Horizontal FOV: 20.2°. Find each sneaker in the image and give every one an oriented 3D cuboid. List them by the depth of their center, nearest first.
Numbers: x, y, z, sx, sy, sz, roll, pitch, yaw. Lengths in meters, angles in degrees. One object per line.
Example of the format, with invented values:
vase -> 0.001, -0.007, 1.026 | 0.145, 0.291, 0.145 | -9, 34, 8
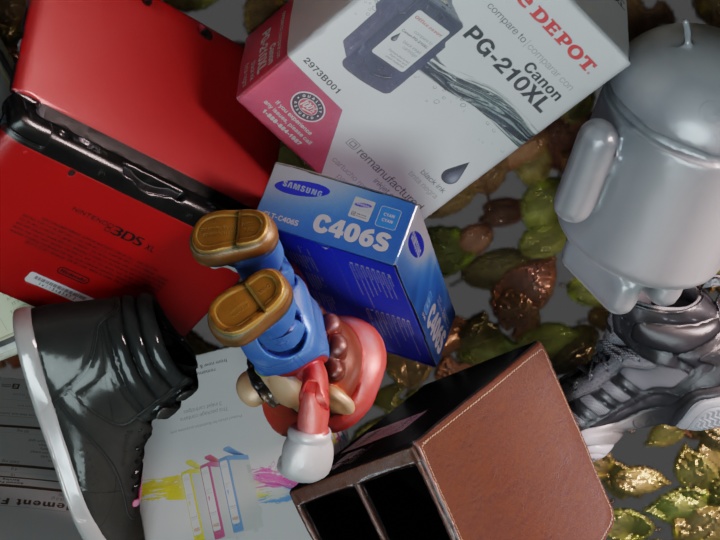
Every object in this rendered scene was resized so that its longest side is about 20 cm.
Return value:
sneaker -> -0.139, 0.100, 1.249 | 0.099, 0.071, 0.201 | -15, 120, 0
sneaker -> 0.169, 0.060, 1.372 | 0.199, 0.076, 0.114 | -15, 113, 16

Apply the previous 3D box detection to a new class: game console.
game console -> -0.156, -0.068, 1.237 | 0.200, 0.119, 0.172 | 26, 119, -37

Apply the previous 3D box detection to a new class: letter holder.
letter holder -> 0.068, 0.153, 1.293 | 0.100, 0.200, 0.143 | -24, 94, 31

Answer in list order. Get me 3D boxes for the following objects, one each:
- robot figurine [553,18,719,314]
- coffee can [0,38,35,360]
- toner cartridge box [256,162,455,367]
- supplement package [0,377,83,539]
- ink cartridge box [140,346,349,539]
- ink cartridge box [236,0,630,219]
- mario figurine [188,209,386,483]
robot figurine -> 0.192, -0.069, 1.255 | 0.169, 0.113, 0.201 | -11, 134, -39
coffee can -> -0.259, -0.061, 1.269 | 0.146, 0.147, 0.201 | -18, 121, 15
toner cartridge box -> 0.000, 0.000, 1.276 | 0.095, 0.043, 0.200 | 16, 163, 14
supplement package -> -0.218, 0.185, 1.399 | 0.119, 0.200, 0.122 | 6, 125, 0
ink cartridge box -> -0.072, 0.155, 1.357 | 0.125, 0.129, 0.201 | -15, 84, 12
ink cartridge box -> 0.046, -0.136, 1.236 | 0.200, 0.085, 0.145 | -37, 116, 25
mario figurine -> -0.058, 0.048, 1.205 | 0.106, 0.124, 0.200 | 13, 158, 24
